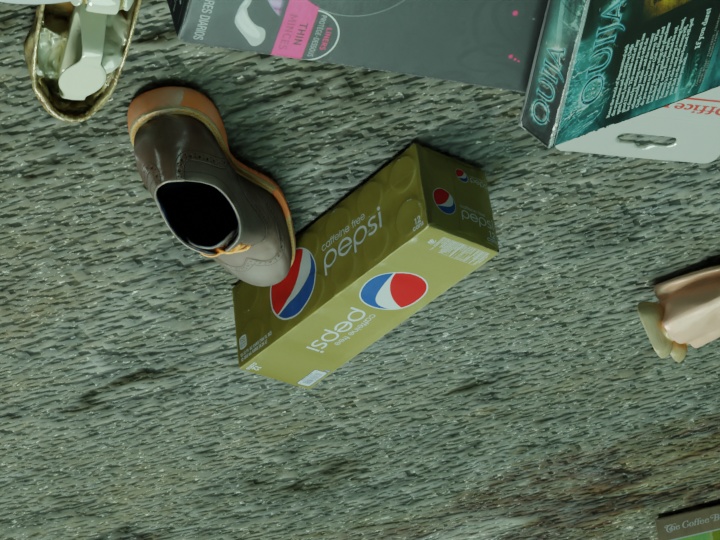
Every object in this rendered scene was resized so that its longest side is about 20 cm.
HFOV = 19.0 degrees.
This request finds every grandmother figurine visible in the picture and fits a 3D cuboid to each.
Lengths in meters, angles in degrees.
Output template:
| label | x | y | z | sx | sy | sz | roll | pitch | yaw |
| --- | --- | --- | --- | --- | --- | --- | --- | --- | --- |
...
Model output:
| label | x | y | z | sx | sy | sz | roll | pitch | yaw |
| --- | --- | --- | --- | --- | --- | --- | --- | --- | --- |
| grandmother figurine | 0.295 | 0.003 | 1.510 | 0.200 | 0.061 | 0.121 | -26 | 171 | 21 |

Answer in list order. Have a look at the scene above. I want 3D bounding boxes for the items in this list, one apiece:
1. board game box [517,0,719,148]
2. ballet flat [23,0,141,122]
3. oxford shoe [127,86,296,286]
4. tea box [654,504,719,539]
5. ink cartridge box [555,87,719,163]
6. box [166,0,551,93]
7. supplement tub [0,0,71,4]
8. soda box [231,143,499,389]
| label | x | y | z | sx | sy | sz | roll | pitch | yaw |
| --- | --- | --- | --- | --- | --- | --- | --- | --- | --- |
| board game box | 0.154 | -0.165 | 1.080 | 0.135 | 0.028 | 0.200 | -20 | 138 | -34 |
| ballet flat | -0.141 | -0.150 | 1.159 | 0.070 | 0.065 | 0.200 | 0 | 147 | -14 |
| oxford shoe | -0.092 | -0.031 | 1.347 | 0.071 | 0.073 | 0.200 | -17 | 147 | 15 |
| tea box | 0.354 | 0.326 | 1.890 | 0.133 | 0.197 | 0.200 | -16 | 148 | 13 |
| ink cartridge box | 0.191 | -0.148 | 1.237 | 0.116 | 0.068 | 0.200 | 5 | 144 | -19 |
| box | 0.007 | -0.176 | 1.085 | 0.200 | 0.106 | 0.122 | 5 | 124 | -21 |
| supplement tub | -0.141 | -0.228 | 0.911 | 0.145 | 0.200 | 0.145 | -6 | 148 | -4 |
| soda box | 0.000 | 0.000 | 1.422 | 0.064 | 0.068 | 0.200 | 20 | 138 | -36 |
